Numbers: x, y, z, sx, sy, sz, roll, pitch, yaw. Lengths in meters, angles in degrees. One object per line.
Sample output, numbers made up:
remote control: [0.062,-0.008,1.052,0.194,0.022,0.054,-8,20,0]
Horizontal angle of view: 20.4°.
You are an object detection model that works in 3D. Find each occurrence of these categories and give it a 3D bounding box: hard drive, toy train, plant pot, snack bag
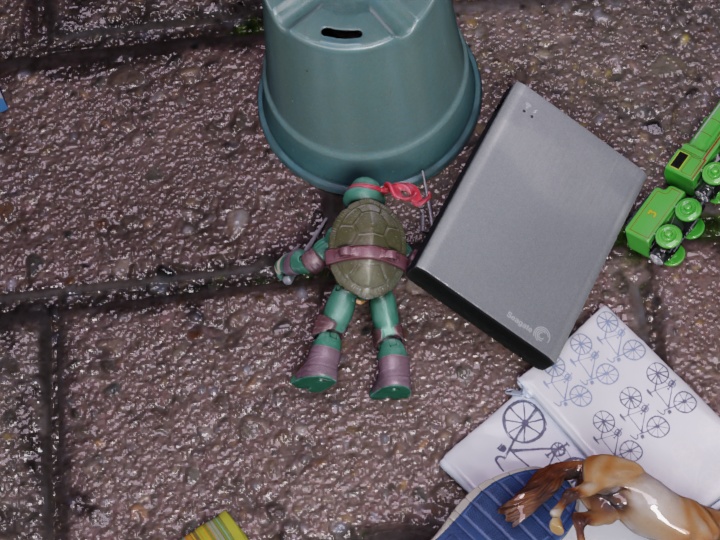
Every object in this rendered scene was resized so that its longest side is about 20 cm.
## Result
hard drive: [0.137,-0.037,1.638,0.139,0.033,0.201,34,63,-9]
toy train: [0.291,-0.088,1.686,0.056,0.042,0.200,28,70,28]
plant pot: [-0.001,-0.196,1.675,0.198,0.196,0.202,-2,65,5]
snack bag: [0.186,0.151,1.591,0.199,0.021,0.189,-38,68,-13]

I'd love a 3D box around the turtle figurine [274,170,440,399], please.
turtle figurine: [0.000,0.000,1.641,0.148,0.101,0.202,2,70,6]

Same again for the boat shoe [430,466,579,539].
boat shoe: [0.083,0.221,1.525,0.199,0.073,0.072,-31,68,-29]

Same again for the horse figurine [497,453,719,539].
horse figurine: [0.208,0.190,1.505,0.199,0.050,0.133,25,36,6]

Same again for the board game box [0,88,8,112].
board game box: [-0.389,-0.179,1.697,0.133,0.200,0.045,-22,65,-5]

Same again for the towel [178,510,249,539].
towel: [-0.165,0.274,1.567,0.199,0.018,0.086,-33,61,-9]
